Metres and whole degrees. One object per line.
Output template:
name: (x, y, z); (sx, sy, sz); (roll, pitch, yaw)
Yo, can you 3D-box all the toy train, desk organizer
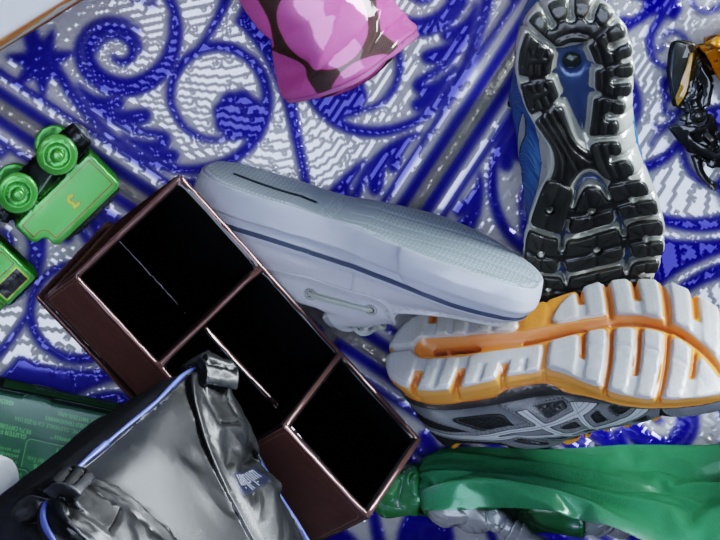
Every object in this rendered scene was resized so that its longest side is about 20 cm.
toy train: (-0.211, 0.001, 1.175); (0.200, 0.042, 0.056); (-44, 108, 2)
desk organizer: (-0.067, 0.053, 1.149); (0.200, 0.072, 0.077); (48, 136, -10)

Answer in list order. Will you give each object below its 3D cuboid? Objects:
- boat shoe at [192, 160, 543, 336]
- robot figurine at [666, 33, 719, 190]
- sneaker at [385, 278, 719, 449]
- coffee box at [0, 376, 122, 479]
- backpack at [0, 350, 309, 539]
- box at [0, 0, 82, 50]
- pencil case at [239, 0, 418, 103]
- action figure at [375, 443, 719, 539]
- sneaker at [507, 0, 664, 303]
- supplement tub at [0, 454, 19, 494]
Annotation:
boat shoe: (0.000, 0.000, 1.164); (0.199, 0.074, 0.067); (20, 112, 18)
robot figurine: (0.257, -0.071, 1.180); (0.145, 0.058, 0.201); (-31, 97, -2)
sneaker: (0.117, 0.058, 1.165); (0.199, 0.079, 0.077); (-1, 138, 17)
coffee box: (-0.167, 0.169, 1.193); (0.122, 0.044, 0.201); (12, 95, -4)
backpack: (-0.099, 0.177, 1.066); (0.147, 0.183, 0.200); (-30, 97, 35)
box: (-0.221, -0.150, 1.113); (0.199, 0.124, 0.098); (-31, 98, 1)
pencil case: (-0.059, -0.179, 1.139); (0.200, 0.094, 0.091); (54, 47, -7)
action figure: (0.103, 0.126, 1.184); (0.199, 0.118, 0.055); (4, 109, 5)
sneaker: (0.120, -0.066, 1.165); (0.078, 0.089, 0.201); (-4, 117, 3)
supplement tub: (-0.291, 0.119, 1.110); (0.199, 0.145, 0.145); (19, 96, 10)
